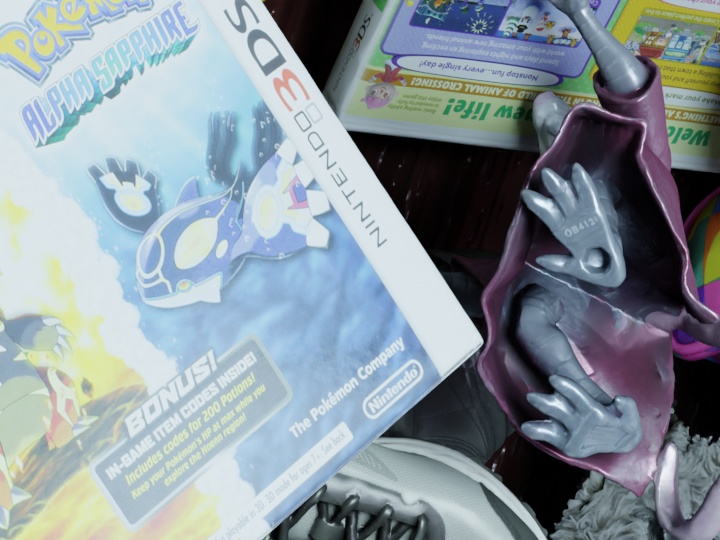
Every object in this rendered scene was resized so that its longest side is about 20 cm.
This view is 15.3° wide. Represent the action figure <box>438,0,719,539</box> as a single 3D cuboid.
[{"bbox_3d":[0.090,-0.018,0.938,0.149,0.200,0.134,34,106,-3],"label":"action figure"}]

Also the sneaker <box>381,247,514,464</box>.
[{"bbox_3d":[0.000,0.000,1.003,0.099,0.071,0.201,-38,114,-29],"label":"sneaker"}]

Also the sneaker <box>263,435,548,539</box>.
[{"bbox_3d":[-0.024,0.083,0.937,0.199,0.079,0.074,27,106,2],"label":"sneaker"}]

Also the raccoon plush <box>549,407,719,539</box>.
[{"bbox_3d":[0.137,0.119,1.050,0.201,0.096,0.134,-83,155,-44],"label":"raccoon plush"}]

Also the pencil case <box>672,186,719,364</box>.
[{"bbox_3d":[0.215,0.037,1.124,0.199,0.088,0.089,30,78,-28],"label":"pencil case"}]

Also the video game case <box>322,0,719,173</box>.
[{"bbox_3d":[0.104,-0.120,0.993,0.199,0.022,0.183,4,127,-31],"label":"video game case"}]

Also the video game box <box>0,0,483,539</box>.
[{"bbox_3d":[-0.080,0.003,0.789,0.200,0.047,0.183,-40,97,-36],"label":"video game box"}]
